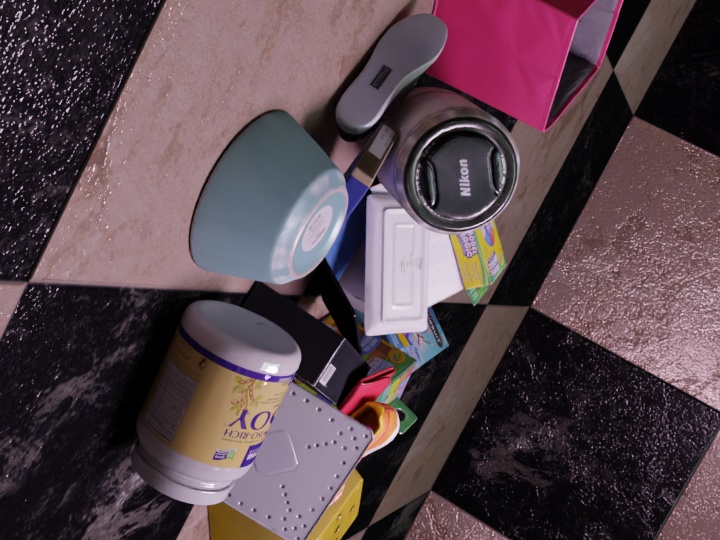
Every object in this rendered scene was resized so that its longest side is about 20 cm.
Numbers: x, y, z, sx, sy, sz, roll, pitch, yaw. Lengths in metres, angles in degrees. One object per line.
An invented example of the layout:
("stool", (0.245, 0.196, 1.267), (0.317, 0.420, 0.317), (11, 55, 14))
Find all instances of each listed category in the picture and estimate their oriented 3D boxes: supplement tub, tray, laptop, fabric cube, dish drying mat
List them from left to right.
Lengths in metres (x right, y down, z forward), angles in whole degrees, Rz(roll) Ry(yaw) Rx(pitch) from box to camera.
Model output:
("supplement tub", (-0.170, 0.151, 1.285), (0.200, 0.145, 0.145), (-65, 163, 13))
("dish drying mat", (-0.022, 0.207, 1.550), (0.077, 0.018, 0.200), (-16, 150, -48))
("laptop", (0.000, 0.000, 1.573), (0.116, 0.200, 0.187), (-26, 154, -9))
("tray", (0.057, -0.008, 1.588), (0.107, 0.022, 0.200), (-3, 97, -31))
("fabric cube", (0.227, -0.347, 1.528), (0.196, 0.199, 0.200), (-48, 159, -37))

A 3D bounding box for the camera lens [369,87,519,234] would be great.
("camera lens", (0.103, -0.145, 1.436), (0.160, 0.160, 0.200), (-64, -159, 13))

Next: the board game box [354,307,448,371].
("board game box", (0.065, 0.089, 1.863), (0.047, 0.151, 0.200), (-25, 180, 28))

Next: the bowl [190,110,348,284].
("bowl", (-0.087, -0.065, 1.243), (0.201, 0.105, 0.201), (-51, 160, -26))

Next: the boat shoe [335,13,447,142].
("boat shoe", (0.036, -0.236, 1.393), (0.200, 0.070, 0.066), (-55, 175, -21))

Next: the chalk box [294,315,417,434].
("chalk box", (-0.004, 0.176, 1.710), (0.125, 0.200, 0.124), (-32, 147, -58))

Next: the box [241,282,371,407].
("box", (-0.076, 0.104, 1.485), (0.079, 0.141, 0.200), (-57, 163, -8))

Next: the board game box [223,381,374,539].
("board game box", (-0.113, 0.236, 1.474), (0.200, 0.200, 0.026), (-58, -179, 17))

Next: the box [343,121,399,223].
("box", (-0.028, -0.081, 1.377), (0.200, 0.032, 0.121), (-50, -172, 37))

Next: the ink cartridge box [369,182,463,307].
("ink cartridge box", (0.071, -0.045, 1.635), (0.109, 0.050, 0.200), (-25, 107, -27))

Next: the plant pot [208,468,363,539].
("plant pot", (-0.108, 0.359, 1.753), (0.200, 0.176, 0.200), (-48, 159, -33))

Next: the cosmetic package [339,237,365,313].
("cosmetic package", (0.057, -0.021, 1.731), (0.200, 0.107, 0.090), (-56, 161, -10))

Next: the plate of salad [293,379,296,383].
("plate of salad", (-0.115, 0.249, 1.591), (0.200, 0.048, 0.200), (-46, -143, 51))

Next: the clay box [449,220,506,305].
("clay box", (0.171, -0.058, 1.685), (0.115, 0.048, 0.200), (-41, 115, -66))

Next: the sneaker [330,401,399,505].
("sneaker", (-0.035, 0.250, 1.518), (0.200, 0.073, 0.077), (-50, 146, 6))
